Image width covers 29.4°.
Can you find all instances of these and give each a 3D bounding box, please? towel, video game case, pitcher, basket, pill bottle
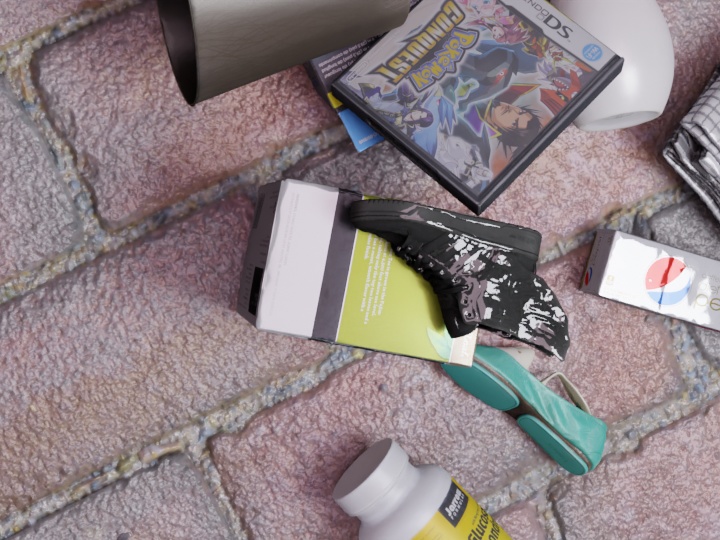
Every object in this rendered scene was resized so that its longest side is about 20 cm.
[{"bbox_3d":[0.402,-0.114,1.347,0.200,0.086,0.166,45,67,-10],"label":"towel"},{"bbox_3d":[0.106,-0.175,1.238,0.181,0.026,0.200,41,74,16],"label":"video game case"},{"bbox_3d":[0.208,-0.236,1.322,0.171,0.121,0.201,-10,84,10],"label":"pitcher"},{"bbox_3d":[-0.068,-0.245,1.194,0.199,0.136,0.181,-15,138,-16],"label":"basket"},{"bbox_3d":[0.070,0.259,1.320,0.112,0.112,0.200,-45,99,-4],"label":"pill bottle"}]

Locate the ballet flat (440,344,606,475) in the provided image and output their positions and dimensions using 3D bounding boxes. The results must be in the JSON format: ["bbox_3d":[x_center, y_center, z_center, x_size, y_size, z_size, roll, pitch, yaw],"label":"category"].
[{"bbox_3d":[0.165,0.119,1.360,0.200,0.067,0.071,39,63,-9],"label":"ballet flat"}]

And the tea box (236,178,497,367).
[{"bbox_3d":[0.000,0.000,1.251,0.196,0.200,0.134,11,90,-11],"label":"tea box"}]

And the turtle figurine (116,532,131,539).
[{"bbox_3d":[-0.266,0.348,1.261,0.193,0.200,0.144,-21,62,-3],"label":"turtle figurine"}]

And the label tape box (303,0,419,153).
[{"bbox_3d":[0.009,-0.231,1.308,0.144,0.063,0.201,-27,97,-7],"label":"label tape box"}]

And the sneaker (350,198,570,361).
[{"bbox_3d":[0.082,0.008,1.133,0.199,0.060,0.105,11,86,-14],"label":"sneaker"}]

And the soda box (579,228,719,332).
[{"bbox_3d":[0.326,0.017,1.372,0.199,0.064,0.068,16,91,-10],"label":"soda box"}]
